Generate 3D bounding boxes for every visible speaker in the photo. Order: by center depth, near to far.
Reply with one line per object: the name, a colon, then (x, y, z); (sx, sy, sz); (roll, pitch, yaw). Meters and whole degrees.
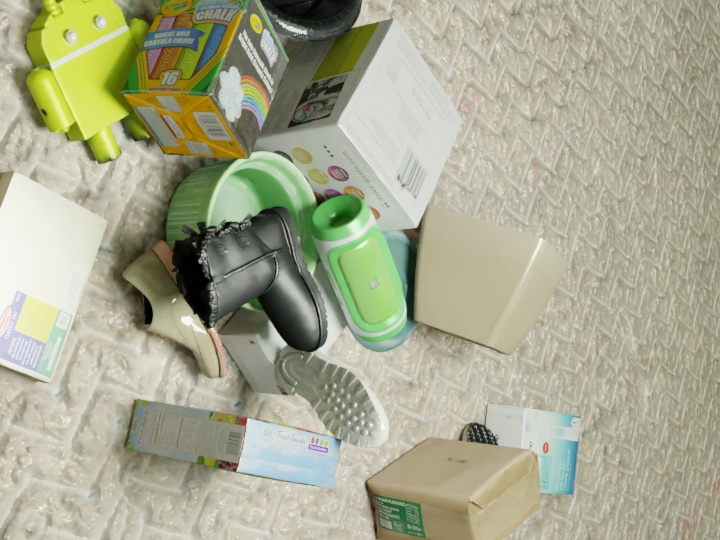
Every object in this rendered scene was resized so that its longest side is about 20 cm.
speaker: (0.000, 0.000, 1.409); (0.089, 0.088, 0.200); (-53, 137, -35)

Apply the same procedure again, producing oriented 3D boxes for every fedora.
fedora: (-0.098, -0.374, 1.408); (0.200, 0.092, 0.201); (9, 72, -31)

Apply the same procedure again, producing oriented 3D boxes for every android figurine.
android figurine: (-0.305, -0.231, 1.221); (0.182, 0.041, 0.201); (-40, 121, -42)

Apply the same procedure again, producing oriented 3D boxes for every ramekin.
ramekin: (-0.152, -0.048, 1.356); (0.200, 0.097, 0.201); (0, 90, -49)

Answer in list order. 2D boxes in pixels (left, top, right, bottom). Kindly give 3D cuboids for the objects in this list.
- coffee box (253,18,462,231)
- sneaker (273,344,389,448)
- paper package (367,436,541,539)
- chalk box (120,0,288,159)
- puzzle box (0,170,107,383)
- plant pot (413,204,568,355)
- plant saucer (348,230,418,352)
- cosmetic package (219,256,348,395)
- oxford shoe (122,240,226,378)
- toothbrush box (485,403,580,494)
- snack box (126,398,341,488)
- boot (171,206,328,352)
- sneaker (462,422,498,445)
coffee box: (-0.016, -0.186, 1.437); (0.200, 0.197, 0.200); (50, 51, -36)
sneaker: (-0.022, 0.154, 1.322); (0.080, 0.200, 0.077); (26, 99, -47)
paper package: (0.144, 0.343, 1.631); (0.190, 0.199, 0.104); (-23, 108, -48)
chalk box: (-0.174, -0.249, 1.265); (0.125, 0.123, 0.201); (62, 39, -53)
puzzle box: (-0.364, 0.009, 1.162); (0.133, 0.025, 0.201); (33, 66, -45)
plant pot: (0.190, 0.026, 1.675); (0.200, 0.199, 0.178); (24, 85, -66)
plant saucer: (0.045, 0.026, 1.645); (0.200, 0.027, 0.201); (-2, 92, -50)
cosmetic package: (-0.089, 0.062, 1.447); (0.200, 0.081, 0.113); (-49, 125, -36)
oxford shoe: (-0.228, 0.061, 1.308); (0.074, 0.071, 0.201); (-33, 118, -17)
toothbrush box: (0.307, 0.322, 1.913); (0.200, 0.085, 0.147); (17, 77, -47)
snack box: (-0.152, 0.208, 1.279); (0.168, 0.199, 0.068); (24, 73, -48)
boot: (-0.129, 0.025, 1.253); (0.162, 0.073, 0.199); (-26, 103, -48)
sneaker: (0.187, 0.357, 1.792); (0.070, 0.093, 0.200); (16, 50, -29)
